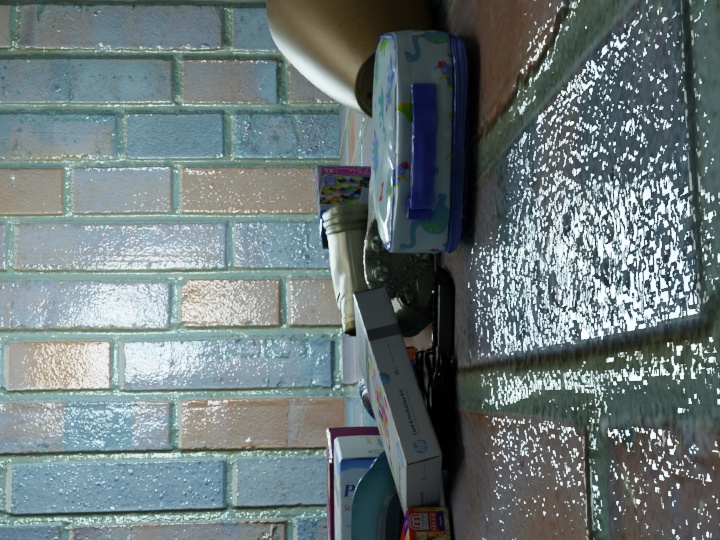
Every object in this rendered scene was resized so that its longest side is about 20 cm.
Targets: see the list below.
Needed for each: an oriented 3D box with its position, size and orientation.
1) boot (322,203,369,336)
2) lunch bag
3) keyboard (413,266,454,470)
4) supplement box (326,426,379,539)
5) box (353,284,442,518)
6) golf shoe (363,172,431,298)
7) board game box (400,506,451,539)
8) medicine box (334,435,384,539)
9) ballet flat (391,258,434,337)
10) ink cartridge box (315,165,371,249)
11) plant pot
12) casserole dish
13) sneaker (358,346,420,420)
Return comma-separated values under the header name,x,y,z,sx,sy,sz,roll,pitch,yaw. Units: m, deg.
name,x,y,z,sx,sy,sz,roll,pitch,yaw
boot,0.000,0.000,1.193,0.200,0.071,0.156,44,-145,-83
lunch bag,0.055,-0.119,0.908,0.161,0.082,0.202,-105,14,-78
keyboard,0.072,0.102,1.005,0.104,0.039,0.202,-109,18,-80
supplement box,-0.009,0.401,1.767,0.131,0.102,0.202,-101,11,-71
box,0.038,0.142,1.034,0.156,0.041,0.201,87,167,-57
golf shoe,0.040,-0.066,1.091,0.097,0.078,0.202,168,113,-76
board game box,0.070,0.368,1.004,0.152,0.046,0.201,94,174,-53
medicine box,0.016,0.351,1.397,0.182,0.102,0.202,175,94,-86
ballet flat,0.059,-0.023,1.125,0.064,0.067,0.202,-38,48,50
ink cartridge box,-0.010,-0.105,1.575,0.201,0.118,0.042,-96,9,-51
plant pot,0.007,-0.254,1.071,0.201,0.184,0.188,-115,21,-48
casserole dish,0.040,0.298,1.135,0.121,0.039,0.202,-26,-54,-45
sneaker,0.038,0.169,1.282,0.200,0.074,0.079,94,171,-65
